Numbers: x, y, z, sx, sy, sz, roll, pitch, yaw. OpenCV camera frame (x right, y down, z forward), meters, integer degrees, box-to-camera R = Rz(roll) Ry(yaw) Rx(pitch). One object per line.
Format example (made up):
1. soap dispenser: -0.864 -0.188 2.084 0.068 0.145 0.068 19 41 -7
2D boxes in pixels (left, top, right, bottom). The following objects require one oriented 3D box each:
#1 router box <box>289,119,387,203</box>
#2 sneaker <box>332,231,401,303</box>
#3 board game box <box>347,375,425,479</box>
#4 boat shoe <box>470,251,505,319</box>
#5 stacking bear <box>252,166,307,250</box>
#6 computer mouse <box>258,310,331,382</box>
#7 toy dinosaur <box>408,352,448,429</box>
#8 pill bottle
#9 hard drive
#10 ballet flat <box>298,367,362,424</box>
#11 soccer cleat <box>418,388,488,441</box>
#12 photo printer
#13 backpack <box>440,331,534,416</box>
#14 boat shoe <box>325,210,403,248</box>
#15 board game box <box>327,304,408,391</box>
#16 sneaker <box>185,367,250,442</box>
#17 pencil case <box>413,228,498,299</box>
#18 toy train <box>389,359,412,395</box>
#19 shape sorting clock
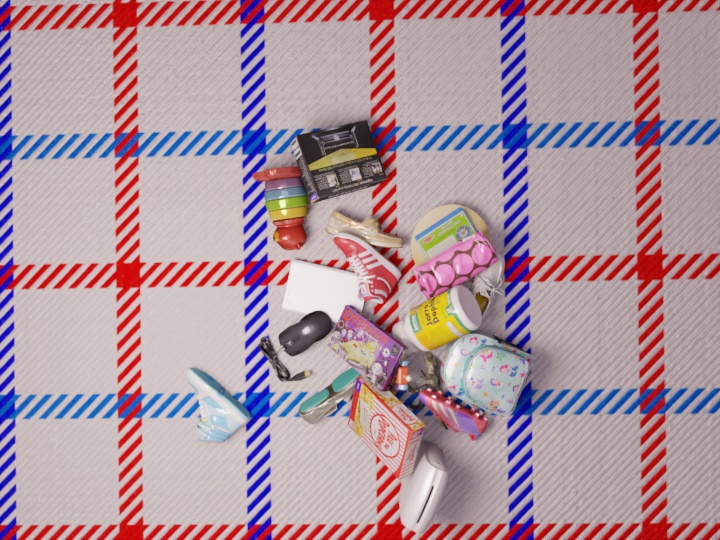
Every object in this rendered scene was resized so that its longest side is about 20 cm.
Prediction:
1. router box: -0.051 -0.266 1.391 0.199 0.052 0.158 -19 89 -26
2. sneaker: 0.000 0.000 1.386 0.200 0.071 0.113 35 66 -15
3. board game box: 0.056 0.361 1.342 0.200 0.046 0.152 37 128 40
4. boat shoe: 0.305 0.052 1.395 0.074 0.086 0.203 28 92 -16
5. stacking bear: -0.182 -0.148 1.409 0.113 0.121 0.201 -12 99 -34
6. computer mouse: -0.149 0.197 1.423 0.199 0.046 0.141 -28 92 10
7. toy dinosaur: 0.163 0.309 1.427 0.088 0.047 0.201 -10 93 -5
8. pill bottle: 0.178 0.125 1.366 0.199 0.113 0.113 -30 89 30
9. hard drive: -0.088 0.057 1.444 0.199 0.026 0.133 13 90 1
10. ballet flat: -0.062 0.313 1.432 0.199 0.067 0.064 -35 116 2
11. soccer cleat: 0.221 0.353 1.397 0.199 0.067 0.077 26 98 -18
12. photo printer: 0.147 0.508 1.348 0.069 0.200 0.167 23 91 2
13. backpack: 0.296 0.242 1.377 0.199 0.151 0.178 23 92 6
14. boat shoe: 0.015 -0.103 1.418 0.199 0.074 0.070 14 96 2
15. board game box: 0.013 0.182 1.365 0.200 0.032 0.121 34 102 36
16. sneaker: -0.387 0.347 1.425 0.200 0.080 0.131 42 90 2
17. pencil case: 0.223 -0.015 1.374 0.199 0.091 0.094 -32 126 2
18. toy train: 0.075 0.306 1.376 0.055 0.150 0.201 1 94 -12
19. shape sorting clock: 0.224 -0.064 1.428 0.199 0.039 0.201 -1 100 -4
